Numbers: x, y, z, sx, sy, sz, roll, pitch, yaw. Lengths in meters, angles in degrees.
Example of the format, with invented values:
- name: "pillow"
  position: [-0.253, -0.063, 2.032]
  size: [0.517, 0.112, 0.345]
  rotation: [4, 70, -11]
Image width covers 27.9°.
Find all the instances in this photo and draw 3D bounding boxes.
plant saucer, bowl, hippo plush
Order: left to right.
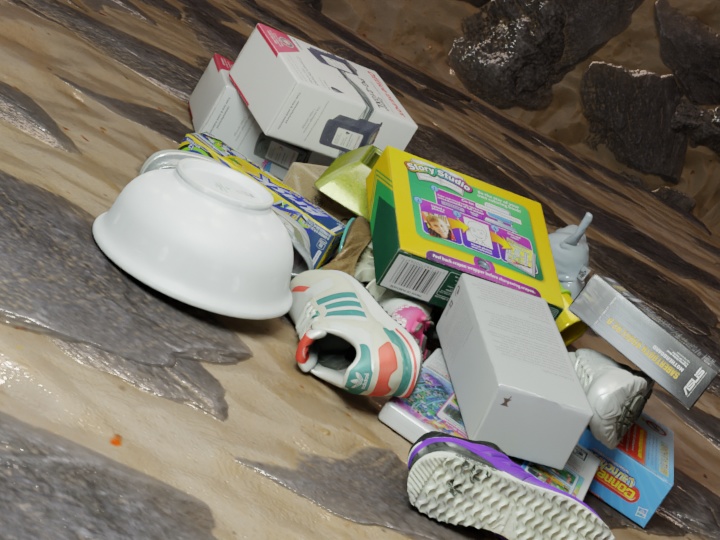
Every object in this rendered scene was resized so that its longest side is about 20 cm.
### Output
- name: "bowl"
  position: [-0.140, -0.042, 1.339]
  size: [0.199, 0.091, 0.201]
  rotation: [22, 17, -7]
- name: "plant saucer"
  position: [0.053, -0.081, 1.688]
  size: [0.198, 0.048, 0.200]
  rotation: [32, 15, -1]
- name: "hippo plush"
  position: [0.223, 0.010, 1.937]
  size: [0.158, 0.162, 0.200]
  rotation: [2, -3, 6]

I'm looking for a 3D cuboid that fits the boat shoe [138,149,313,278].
- name: "boat shoe"
  position: [-0.133, -0.055, 1.475]
  size: [0.201, 0.075, 0.065]
  rotation: [34, 8, -21]

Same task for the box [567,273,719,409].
- name: "box"
  position: [0.303, 0.073, 1.522]
  size: [0.158, 0.049, 0.200]
  rotation: [39, 8, 13]

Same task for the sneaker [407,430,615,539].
- name: "sneaker"
  position: [0.127, 0.189, 1.221]
  size: [0.198, 0.070, 0.100]
  rotation: [29, 12, -12]

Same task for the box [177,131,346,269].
- name: "box"
  position: [-0.114, -0.071, 1.579]
  size: [0.199, 0.065, 0.070]
  rotation: [33, 14, 7]

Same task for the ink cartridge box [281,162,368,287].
- name: "ink cartridge box"
  position: [0.011, -0.042, 1.719]
  size: [0.199, 0.076, 0.164]
  rotation: [38, 14, 22]

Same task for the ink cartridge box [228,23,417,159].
- name: "ink cartridge box"
  position: [-0.046, -0.212, 1.814]
  size: [0.198, 0.085, 0.145]
  rotation: [16, 28, -38]

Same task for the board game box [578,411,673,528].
- name: "board game box"
  position: [0.238, 0.167, 1.545]
  size: [0.195, 0.056, 0.200]
  rotation: [34, 15, 6]

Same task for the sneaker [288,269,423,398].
- name: "sneaker"
  position: [-0.030, 0.054, 1.336]
  size: [0.092, 0.071, 0.199]
  rotation: [1, 26, -38]

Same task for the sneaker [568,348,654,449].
- name: "sneaker"
  position: [0.234, 0.121, 1.456]
  size: [0.099, 0.079, 0.200]
  rotation: [28, 4, 15]

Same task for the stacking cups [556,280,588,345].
- name: "stacking cups"
  position: [0.186, -0.003, 1.660]
  size: [0.060, 0.060, 0.201]
  rotation: [11, 41, -54]

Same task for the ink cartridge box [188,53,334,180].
- name: "ink cartridge box"
  position: [-0.119, -0.188, 1.906]
  size: [0.198, 0.086, 0.148]
  rotation: [24, 17, -22]

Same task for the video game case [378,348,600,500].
- name: "video game case"
  position: [0.126, 0.160, 1.370]
  size: [0.199, 0.024, 0.182]
  rotation: [35, 22, 8]

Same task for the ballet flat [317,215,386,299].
- name: "ballet flat"
  position: [0.000, 0.000, 1.510]
  size: [0.071, 0.069, 0.200]
  rotation: [10, 22, 11]

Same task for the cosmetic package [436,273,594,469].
- name: "cosmetic package"
  position: [0.144, 0.093, 1.390]
  size: [0.100, 0.072, 0.201]
  rotation: [17, 26, -16]

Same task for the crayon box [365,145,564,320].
- name: "crayon box"
  position: [0.108, -0.030, 1.535]
  size: [0.198, 0.059, 0.174]
  rotation: [19, 37, -20]

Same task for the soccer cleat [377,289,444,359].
- name: "soccer cleat"
  position: [0.037, 0.058, 1.495]
  size: [0.085, 0.071, 0.200]
  rotation: [12, 13, 12]
